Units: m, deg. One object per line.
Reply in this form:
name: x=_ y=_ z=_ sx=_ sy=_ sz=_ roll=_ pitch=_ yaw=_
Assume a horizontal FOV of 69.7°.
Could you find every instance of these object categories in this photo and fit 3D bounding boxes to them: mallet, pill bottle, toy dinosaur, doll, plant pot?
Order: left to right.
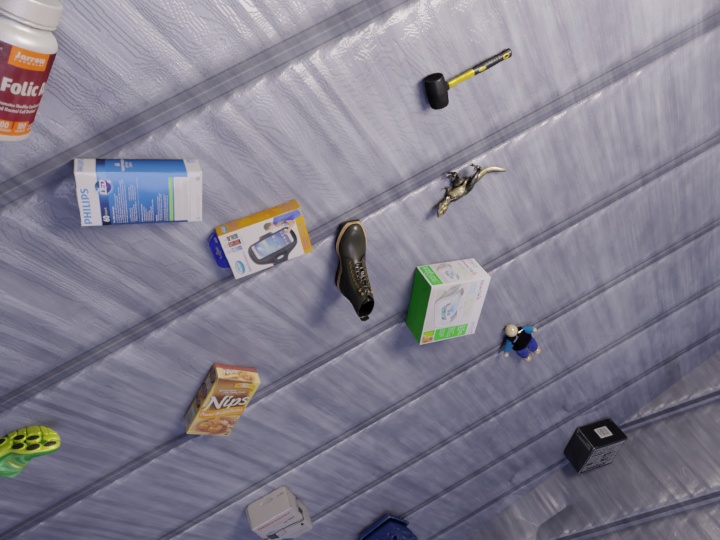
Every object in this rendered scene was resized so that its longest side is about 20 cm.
pill bottle: x=-0.485 y=-0.288 z=0.700 sx=0.114 sy=0.114 sz=0.200 roll=17 pitch=117 yaw=-36
plant pot: x=0.120 y=1.107 z=2.081 sx=0.200 sy=0.180 sz=0.200 roll=-41 pitch=132 yaw=7
toy dinosaur: x=0.245 y=-0.205 z=1.192 sx=0.200 sy=0.047 sz=0.088 roll=-34 pitch=148 yaw=1
mallet: x=0.221 y=-0.386 z=1.042 sx=0.200 sy=0.041 sz=0.066 roll=-25 pitch=132 yaw=-13
doll: x=0.518 y=0.234 z=1.679 sx=0.136 sy=0.048 sz=0.200 roll=-41 pitch=133 yaw=6

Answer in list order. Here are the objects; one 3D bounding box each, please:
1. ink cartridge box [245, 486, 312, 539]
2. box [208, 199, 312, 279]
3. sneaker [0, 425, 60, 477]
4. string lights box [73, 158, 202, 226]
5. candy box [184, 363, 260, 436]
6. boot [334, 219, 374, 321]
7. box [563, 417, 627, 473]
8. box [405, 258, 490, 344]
ink cartridge box: x=-0.268 y=0.824 z=1.721 sx=0.146 sy=0.086 sz=0.200 roll=-28 pitch=135 yaw=-5
box: x=-0.209 y=-0.060 z=1.077 sx=0.200 sy=0.041 sz=0.119 roll=-23 pitch=133 yaw=-12
sneaker: x=-0.760 y=0.405 z=1.144 sx=0.200 sy=0.074 sz=0.084 roll=-15 pitch=129 yaw=-4
string lights box: x=-0.385 y=-0.139 z=0.908 sx=0.200 sy=0.059 sz=0.103 roll=-5 pitch=127 yaw=-24
candy box: x=-0.350 y=0.329 z=1.302 sx=0.115 sy=0.055 sz=0.200 roll=16 pitch=117 yaw=-36
boot: x=0.000 y=0.000 z=1.163 sx=0.077 sy=0.138 sz=0.200 roll=-13 pitch=130 yaw=-18
box: x=1.072 y=0.803 z=2.368 sx=0.200 sy=0.123 sz=0.199 roll=-7 pitch=127 yaw=-20
box: x=0.229 y=0.081 z=1.378 sx=0.176 sy=0.097 sz=0.200 roll=-7 pitch=127 yaw=-20
